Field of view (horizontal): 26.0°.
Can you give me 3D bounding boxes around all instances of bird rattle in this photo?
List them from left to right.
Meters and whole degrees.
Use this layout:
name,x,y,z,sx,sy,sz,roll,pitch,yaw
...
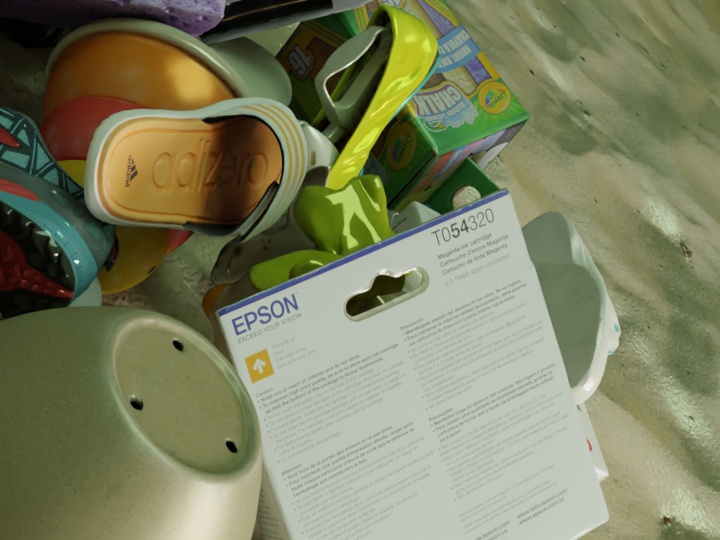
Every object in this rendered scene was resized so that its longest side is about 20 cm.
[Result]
name,x,y,z,sx,sy,sz,roll,pitch,yaw
bird rattle,-0.007,0.049,0.937,0.201,0.162,0.113,61,32,-26

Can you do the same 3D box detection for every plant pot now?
name,x,y,z,sx,sy,sz,roll,pitch,yaw
plant pot,-0.123,0.096,0.733,0.200,0.134,0.201,36,31,-26

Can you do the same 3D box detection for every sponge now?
name,x,y,z,sx,sy,sz,roll,pitch,yaw
sponge,-0.189,-0.169,0.928,0.198,0.111,0.030,7,88,-21

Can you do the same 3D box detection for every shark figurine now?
name,x,y,z,sx,sy,sz,roll,pitch,yaw
shark figurine,0.020,-0.002,0.994,0.213,0.129,0.090,28,33,8

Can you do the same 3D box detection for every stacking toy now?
name,x,y,z,sx,sy,sz,roll,pitch,yaw
stacking toy,-0.150,-0.035,0.905,0.146,0.146,0.201,39,48,-20

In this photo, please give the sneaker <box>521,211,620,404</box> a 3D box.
name,x,y,z,sx,sy,sz,roll,pitch,yaw
sneaker,0.159,0.040,1.122,0.089,0.075,0.201,51,23,-26

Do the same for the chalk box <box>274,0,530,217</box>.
name,x,y,z,sx,sy,sz,roll,pitch,yaw
chalk box,0.035,-0.114,1.216,0.123,0.124,0.201,-23,73,-44

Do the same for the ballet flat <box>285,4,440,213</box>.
name,x,y,z,sx,sy,sz,roll,pitch,yaw
ballet flat,-0.018,-0.101,1.096,0.067,0.201,0.067,25,-11,49

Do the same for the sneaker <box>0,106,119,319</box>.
name,x,y,z,sx,sy,sz,roll,pitch,yaw
sneaker,-0.213,-0.053,0.818,0.199,0.080,0.096,39,31,5

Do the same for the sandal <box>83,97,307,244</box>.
name,x,y,z,sx,sy,sz,roll,pitch,yaw
sandal,-0.073,-0.049,0.853,0.059,0.080,0.206,15,13,23

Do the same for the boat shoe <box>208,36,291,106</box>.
name,x,y,z,sx,sy,sz,roll,pitch,yaw
boat shoe,-0.096,-0.104,1.104,0.072,0.060,0.202,30,30,-13

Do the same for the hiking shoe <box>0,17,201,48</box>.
name,x,y,z,sx,sy,sz,roll,pitch,yaw
hiking shoe,-0.197,-0.169,1.036,0.199,0.076,0.101,33,39,-13

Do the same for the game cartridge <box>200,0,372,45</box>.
name,x,y,z,sx,sy,sz,roll,pitch,yaw
game cartridge,-0.067,-0.212,1.150,0.133,0.198,0.042,-62,138,-63

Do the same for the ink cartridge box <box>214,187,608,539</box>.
name,x,y,z,sx,sy,sz,roll,pitch,yaw
ink cartridge box,0.027,0.082,0.835,0.195,0.043,0.202,-22,98,-29

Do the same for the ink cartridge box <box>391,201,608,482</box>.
name,x,y,z,sx,sy,sz,roll,pitch,yaw
ink cartridge box,0.082,0.070,1.128,0.145,0.084,0.201,26,36,-39
